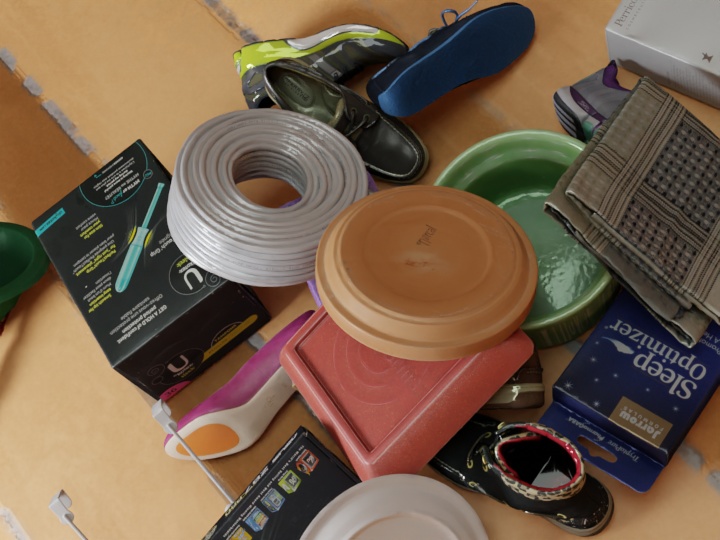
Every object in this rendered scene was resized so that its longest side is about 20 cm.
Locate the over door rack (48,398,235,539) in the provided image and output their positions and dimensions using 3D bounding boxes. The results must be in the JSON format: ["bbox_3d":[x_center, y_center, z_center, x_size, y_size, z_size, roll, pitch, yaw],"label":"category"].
[{"bbox_3d":[-0.187,0.248,1.198,0.147,0.067,0.201,-40,86,-2],"label":"over door rack"}]

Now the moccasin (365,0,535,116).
[{"bbox_3d":[0.090,-0.231,1.313,0.198,0.081,0.068,-27,32,-21],"label":"moccasin"}]

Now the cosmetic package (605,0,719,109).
[{"bbox_3d":[0.351,-0.225,1.245,0.199,0.074,0.102,28,79,24],"label":"cosmetic package"}]

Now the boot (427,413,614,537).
[{"bbox_3d":[0.123,0.160,1.116,0.202,0.154,0.074,23,77,25],"label":"boot"}]

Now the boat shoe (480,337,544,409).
[{"bbox_3d":[0.080,0.092,1.187,0.200,0.074,0.076,-3,85,29],"label":"boat shoe"}]

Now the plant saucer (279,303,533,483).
[{"bbox_3d":[0.027,0.071,1.146,0.200,0.037,0.200,-46,54,9],"label":"plant saucer"}]

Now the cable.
[{"bbox_3d":[-0.088,-0.073,1.231,0.199,0.070,0.200,30,50,12],"label":"cable"}]

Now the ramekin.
[{"bbox_3d":[0.162,-0.024,1.209,0.197,0.098,0.203,-6,67,15],"label":"ramekin"}]

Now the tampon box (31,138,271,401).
[{"bbox_3d":[-0.215,0.002,1.304,0.149,0.126,0.201,-36,63,0],"label":"tampon box"}]

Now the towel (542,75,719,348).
[{"bbox_3d":[0.282,-0.058,1.140,0.192,0.035,0.200,42,61,-4],"label":"towel"}]

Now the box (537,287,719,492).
[{"bbox_3d":[0.260,0.092,1.145,0.120,0.033,0.201,29,67,25],"label":"box"}]

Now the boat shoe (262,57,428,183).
[{"bbox_3d":[-0.022,-0.154,1.310,0.200,0.066,0.072,35,103,7],"label":"boat shoe"}]

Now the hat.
[{"bbox_3d":[-0.428,0.069,1.408,0.164,0.178,0.200,18,38,25],"label":"hat"}]

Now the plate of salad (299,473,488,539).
[{"bbox_3d":[0.024,0.276,1.113,0.201,0.200,0.048,-53,21,-8],"label":"plate of salad"}]

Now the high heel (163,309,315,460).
[{"bbox_3d":[-0.115,0.115,1.272,0.199,0.067,0.096,-33,38,14],"label":"high heel"}]

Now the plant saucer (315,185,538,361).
[{"bbox_3d":[0.059,-0.007,1.114,0.197,0.033,0.202,1,46,-1],"label":"plant saucer"}]

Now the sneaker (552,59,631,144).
[{"bbox_3d":[0.276,-0.129,1.232,0.087,0.075,0.201,-35,62,-4],"label":"sneaker"}]

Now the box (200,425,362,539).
[{"bbox_3d":[-0.061,0.270,1.151,0.161,0.049,0.200,44,85,-7],"label":"box"}]

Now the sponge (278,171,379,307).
[{"bbox_3d":[0.000,0.000,1.276,0.110,0.030,0.201,-22,63,-10],"label":"sponge"}]

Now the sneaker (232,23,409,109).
[{"bbox_3d":[-0.040,-0.213,1.377,0.197,0.074,0.082,-9,81,17],"label":"sneaker"}]
